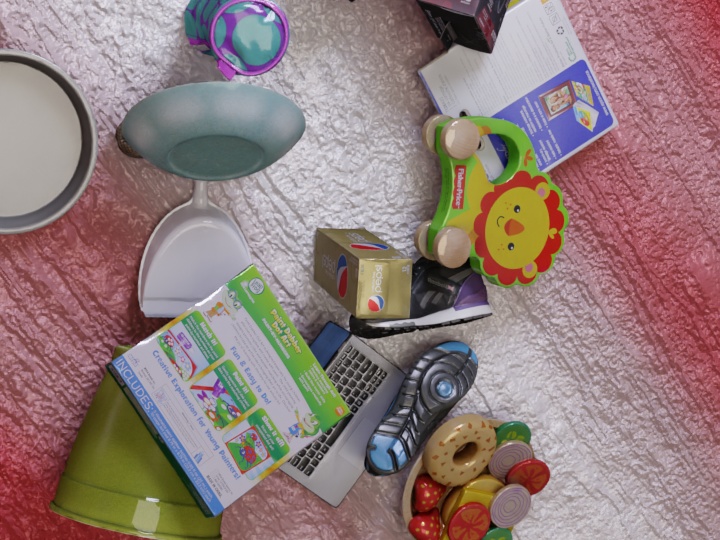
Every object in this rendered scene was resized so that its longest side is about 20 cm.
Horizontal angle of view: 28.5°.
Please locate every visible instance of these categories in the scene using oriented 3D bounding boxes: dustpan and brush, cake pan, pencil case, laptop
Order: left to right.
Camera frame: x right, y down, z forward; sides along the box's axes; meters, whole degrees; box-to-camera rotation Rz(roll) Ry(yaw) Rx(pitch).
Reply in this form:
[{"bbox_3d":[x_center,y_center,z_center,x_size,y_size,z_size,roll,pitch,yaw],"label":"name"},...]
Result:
[{"bbox_3d":[-0.389,-0.142,1.558,0.198,0.037,0.203,-4,103,-16],"label":"cake pan"},{"bbox_3d":[-0.184,-0.050,1.638,0.138,0.057,0.203,1,108,-18],"label":"dustpan and brush"},{"bbox_3d":[-0.135,-0.259,1.523,0.085,0.200,0.093,43,90,-20],"label":"pencil case"},{"bbox_3d":[-0.034,0.176,1.692,0.199,0.116,0.188,37,90,-20],"label":"laptop"}]

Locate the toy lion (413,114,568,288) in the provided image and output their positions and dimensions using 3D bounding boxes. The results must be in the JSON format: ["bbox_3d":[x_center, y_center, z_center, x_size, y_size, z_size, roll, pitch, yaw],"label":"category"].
[{"bbox_3d":[0.164,-0.081,1.689,0.189,0.069,0.203,-1,100,-26],"label":"toy lion"}]

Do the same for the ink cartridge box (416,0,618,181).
[{"bbox_3d":[0.187,-0.211,1.716,0.199,0.047,0.199,-32,110,-6],"label":"ink cartridge box"}]

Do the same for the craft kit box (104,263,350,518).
[{"bbox_3d":[-0.142,0.129,1.545,0.197,0.048,0.201,-34,92,-22],"label":"craft kit box"}]

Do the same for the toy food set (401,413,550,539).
[{"bbox_3d":[0.144,0.274,1.785,0.196,0.049,0.202,15,104,-30],"label":"toy food set"}]

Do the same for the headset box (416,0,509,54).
[{"bbox_3d":[0.131,-0.346,1.594,0.074,0.149,0.202,19,88,15],"label":"headset box"}]

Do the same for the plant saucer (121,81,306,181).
[{"bbox_3d":[-0.156,-0.137,1.522,0.198,0.201,0.039,2,68,-17],"label":"plant saucer"}]

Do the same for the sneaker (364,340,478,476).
[{"bbox_3d":[0.067,0.167,1.735,0.073,0.082,0.200,41,69,4],"label":"sneaker"}]

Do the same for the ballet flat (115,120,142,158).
[{"bbox_3d":[-0.177,-0.160,1.604,0.197,0.046,0.068,-3,66,-14],"label":"ballet flat"}]

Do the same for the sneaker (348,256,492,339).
[{"bbox_3d":[0.064,0.028,1.707,0.198,0.075,0.089,-8,83,-35],"label":"sneaker"}]

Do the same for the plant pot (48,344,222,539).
[{"bbox_3d":[-0.233,0.190,1.608,0.198,0.200,0.195,14,86,-19],"label":"plant pot"}]

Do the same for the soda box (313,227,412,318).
[{"bbox_3d":[0.000,0.000,1.619,0.063,0.200,0.069,0,102,-16],"label":"soda box"}]

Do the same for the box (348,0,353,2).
[{"bbox_3d":[0.048,-0.387,1.526,0.198,0.035,0.111,-28,76,10],"label":"box"}]
